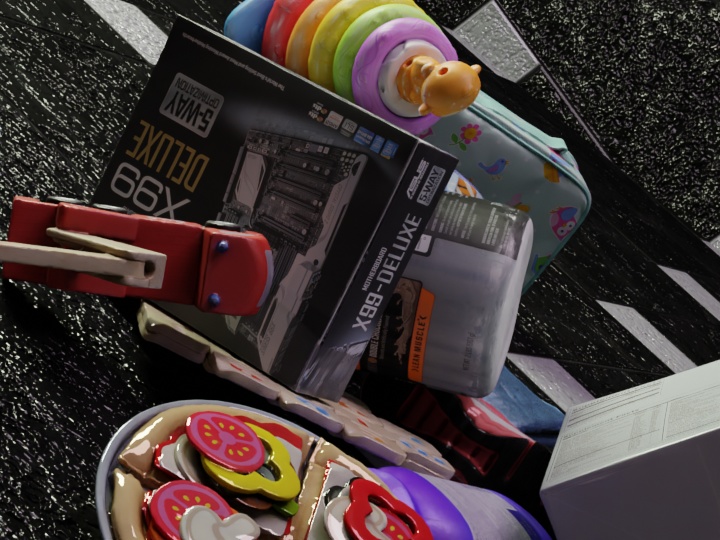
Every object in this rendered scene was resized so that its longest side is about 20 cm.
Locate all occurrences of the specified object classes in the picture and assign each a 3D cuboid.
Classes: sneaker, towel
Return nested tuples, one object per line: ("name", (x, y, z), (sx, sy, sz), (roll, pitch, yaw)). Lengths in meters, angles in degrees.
("sneaker", (0.092, 0.124, 1.489), (0.200, 0.074, 0.087), (44, 12, 23))
("towel", (0.059, 0.065, 1.661), (0.200, 0.049, 0.112), (45, 15, 25))

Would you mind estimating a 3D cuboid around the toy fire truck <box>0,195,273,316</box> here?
("toy fire truck", (-0.140, -0.008, 1.224), (0.199, 0.049, 0.141), (9, 4, -10))

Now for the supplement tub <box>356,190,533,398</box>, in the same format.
("supplement tub", (0.000, 0.000, 1.442), (0.199, 0.123, 0.123), (13, 10, 8))

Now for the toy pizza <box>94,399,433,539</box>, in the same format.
("toy pizza", (-0.032, 0.131, 1.084), (0.200, 0.032, 0.201), (26, 32, -18))

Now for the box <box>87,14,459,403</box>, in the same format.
("box", (-0.060, -0.038, 1.347), (0.200, 0.158, 0.050), (31, 6, 34))

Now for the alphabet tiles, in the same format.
("alphabet tiles", (-0.040, 0.071, 1.347), (0.199, 0.015, 0.196), (28, 2, -10))

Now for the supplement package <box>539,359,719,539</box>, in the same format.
("supplement package", (0.209, 0.165, 1.331), (0.200, 0.147, 0.192), (-46, 116, -76))

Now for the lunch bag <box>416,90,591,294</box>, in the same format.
("lunch bag", (0.090, -0.071, 1.967), (0.200, 0.161, 0.077), (32, 14, -21))

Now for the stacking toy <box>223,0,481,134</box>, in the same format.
("stacking toy", (0.017, -0.122, 1.380), (0.200, 0.116, 0.110), (27, -28, 59))

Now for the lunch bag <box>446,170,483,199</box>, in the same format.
("lunch bag", (-0.022, -0.031, 1.552), (0.200, 0.160, 0.076), (37, 36, -9))

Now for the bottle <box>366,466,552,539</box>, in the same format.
("bottle", (0.030, 0.147, 1.253), (0.083, 0.065, 0.200), (41, 12, 34))
